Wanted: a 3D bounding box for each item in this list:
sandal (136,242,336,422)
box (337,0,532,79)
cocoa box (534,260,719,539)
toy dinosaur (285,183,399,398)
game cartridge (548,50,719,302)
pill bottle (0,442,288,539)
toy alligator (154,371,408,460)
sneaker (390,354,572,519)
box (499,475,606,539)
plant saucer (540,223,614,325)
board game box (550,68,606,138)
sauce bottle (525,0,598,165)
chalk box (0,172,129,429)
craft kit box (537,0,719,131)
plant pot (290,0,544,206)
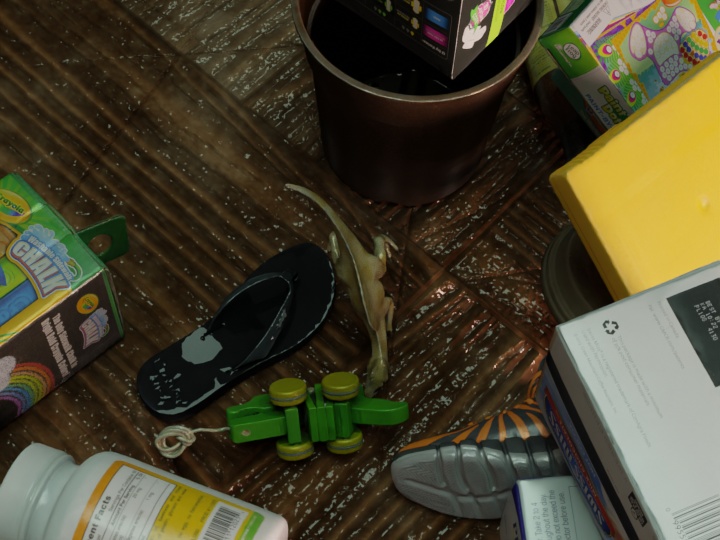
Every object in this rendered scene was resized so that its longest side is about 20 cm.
[{"bbox_3d":[-0.094,0.049,1.106,0.076,0.043,0.200,41,68,18],"label":"sandal"},{"bbox_3d":[0.072,-0.270,0.971,0.124,0.200,0.149,36,67,17],"label":"box"},{"bbox_3d":[0.221,0.123,0.905,0.133,0.131,0.200,-20,66,-10],"label":"cocoa box"},{"bbox_3d":[0.000,0.000,1.081,0.058,0.201,0.101,-16,22,8],"label":"toy dinosaur"},{"bbox_3d":[0.257,-0.049,1.048,0.200,0.032,0.177,-35,102,-24],"label":"game cartridge"},{"bbox_3d":[-0.163,0.199,0.984,0.199,0.111,0.111,19,63,8],"label":"pill bottle"},{"bbox_3d":[-0.063,0.114,1.070,0.199,0.060,0.054,-7,20,-3],"label":"toy alligator"},{"bbox_3d":[0.124,0.128,1.063,0.199,0.078,0.112,-5,40,9],"label":"sneaker"},{"bbox_3d":[0.212,0.248,0.975,0.199,0.105,0.185,-3,62,-4],"label":"box"},{"bbox_3d":[0.247,0.016,1.112,0.199,0.030,0.200,8,44,-8],"label":"plant saucer"},{"bbox_3d":[0.288,-0.162,1.195,0.200,0.045,0.152,-34,83,-29],"label":"board game box"},{"bbox_3d":[0.185,-0.173,1.225,0.066,0.066,0.201,-5,62,-5],"label":"sauce bottle"},{"bbox_3d":[-0.273,0.018,1.072,0.200,0.125,0.124,-39,70,-22],"label":"chalk box"},{"bbox_3d":[0.264,-0.176,1.113,0.198,0.048,0.200,50,59,-18],"label":"craft kit box"},{"bbox_3d":[0.041,-0.166,1.140,0.199,0.198,0.201,1,61,-2],"label":"plant pot"}]
